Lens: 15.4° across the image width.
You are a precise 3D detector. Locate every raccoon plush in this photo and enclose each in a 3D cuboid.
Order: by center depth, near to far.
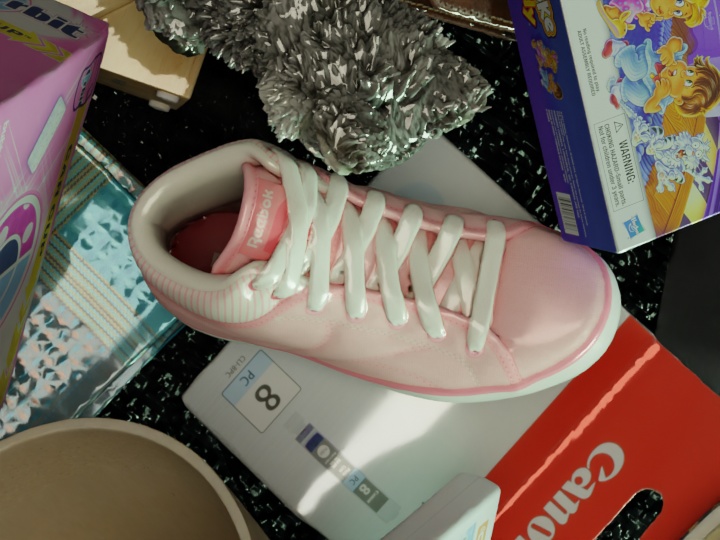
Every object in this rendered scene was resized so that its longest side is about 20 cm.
[{"bbox_3d":[-0.030,-0.121,0.970,0.097,0.134,0.201,-38,135,-10],"label":"raccoon plush"}]

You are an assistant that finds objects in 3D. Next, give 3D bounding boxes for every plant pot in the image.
[{"bbox_3d":[-0.079,0.184,1.079,0.186,0.200,0.189,-12,61,22],"label":"plant pot"}]

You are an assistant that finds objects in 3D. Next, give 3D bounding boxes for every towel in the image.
[{"bbox_3d":[-0.175,-0.014,1.143,0.200,0.022,0.147,44,90,-8],"label":"towel"}]

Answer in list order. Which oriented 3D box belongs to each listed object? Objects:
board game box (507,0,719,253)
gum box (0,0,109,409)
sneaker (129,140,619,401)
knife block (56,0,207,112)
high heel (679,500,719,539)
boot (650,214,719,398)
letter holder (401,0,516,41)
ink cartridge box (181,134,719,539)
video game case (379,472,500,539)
[{"bbox_3d":[0.122,-0.125,1.031,0.134,0.045,0.202,-21,106,-22],"label":"board game box"},{"bbox_3d":[-0.171,-0.004,1.043,0.066,0.114,0.201,23,116,9],"label":"gum box"},{"bbox_3d":[0.000,0.000,1.060,0.199,0.105,0.076,8,76,15],"label":"sneaker"},{"bbox_3d":[-0.092,-0.165,1.111,0.199,0.064,0.177,18,86,-9],"label":"knife block"},{"bbox_3d":[0.156,0.163,1.141,0.071,0.143,0.201,27,90,15],"label":"high heel"},{"bbox_3d":[0.215,-0.033,1.129,0.164,0.066,0.202,12,92,27],"label":"boot"},{"bbox_3d":[0.070,-0.198,1.076,0.141,0.100,0.202,11,94,-41],"label":"letter holder"},{"bbox_3d":[0.047,0.063,1.121,0.200,0.047,0.160,42,90,19],"label":"ink cartridge box"},{"bbox_3d":[-0.006,0.192,1.023,0.023,0.200,0.184,18,111,20],"label":"video game case"}]
